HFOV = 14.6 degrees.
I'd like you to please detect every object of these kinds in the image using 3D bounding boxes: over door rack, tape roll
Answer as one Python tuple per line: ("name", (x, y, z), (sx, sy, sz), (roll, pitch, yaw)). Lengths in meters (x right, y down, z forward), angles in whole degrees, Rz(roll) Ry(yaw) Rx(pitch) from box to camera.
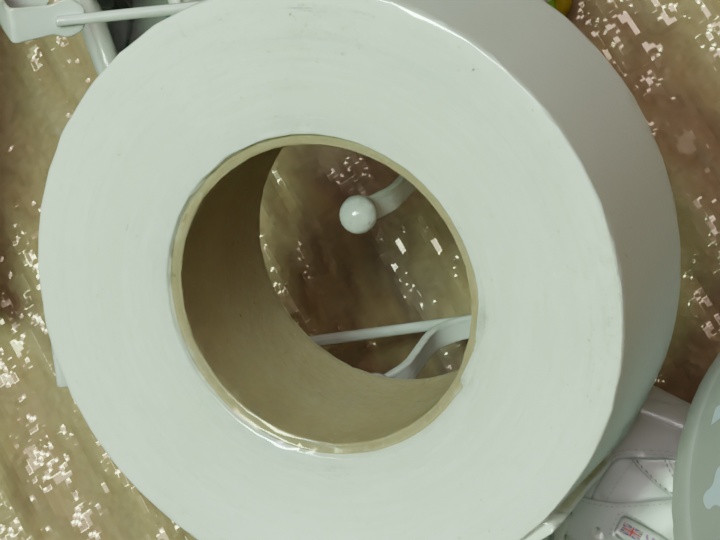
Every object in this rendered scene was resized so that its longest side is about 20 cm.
("over door rack", (-0.026, -0.028, 0.983), (0.200, 0.067, 0.148), (-3, 112, 6))
("tape roll", (0.000, 0.000, 0.905), (0.202, 0.071, 0.203), (6, 108, 20))

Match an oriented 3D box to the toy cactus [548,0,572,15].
("toy cactus", (0.055, -0.172, 1.044), (0.165, 0.102, 0.200), (-19, 68, -7))

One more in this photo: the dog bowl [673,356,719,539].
("dog bowl", (0.202, 0.078, 0.884), (0.200, 0.059, 0.200), (6, 68, -14))

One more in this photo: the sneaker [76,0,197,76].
("sneaker", (-0.088, -0.134, 1.068), (0.075, 0.088, 0.200), (-23, 70, 13))

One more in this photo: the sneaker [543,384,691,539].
("sneaker", (0.105, 0.091, 0.945), (0.200, 0.075, 0.100), (8, 57, 20))
